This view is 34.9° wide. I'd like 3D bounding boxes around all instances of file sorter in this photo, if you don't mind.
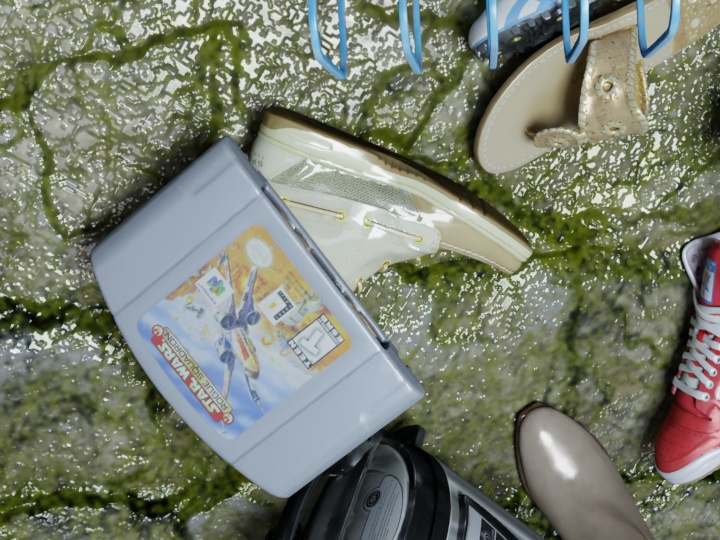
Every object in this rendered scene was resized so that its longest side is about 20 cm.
[{"bbox_3d":[0.071,-0.178,0.632,0.197,0.139,0.125,-3,93,6],"label":"file sorter"}]

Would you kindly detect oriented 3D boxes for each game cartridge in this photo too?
[{"bbox_3d":[-0.070,0.037,0.709,0.133,0.042,0.201,-38,94,8],"label":"game cartridge"}]

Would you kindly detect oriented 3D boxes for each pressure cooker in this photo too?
[{"bbox_3d":[0.023,0.217,0.780,0.199,0.176,0.179,38,100,-21],"label":"pressure cooker"}]

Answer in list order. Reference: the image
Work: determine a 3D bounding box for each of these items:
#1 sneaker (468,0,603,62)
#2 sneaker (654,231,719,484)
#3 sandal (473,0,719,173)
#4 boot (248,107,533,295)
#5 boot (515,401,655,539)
[{"bbox_3d":[0.144,-0.210,0.729,0.199,0.072,0.073,-40,82,8],"label":"sneaker"},{"bbox_3d":[0.259,0.053,0.838,0.112,0.071,0.201,38,89,-26],"label":"sneaker"},{"bbox_3d":[0.173,-0.123,0.746,0.211,0.070,0.078,-37,137,-1],"label":"sandal"},{"bbox_3d":[0.000,0.000,0.756,0.198,0.072,0.156,23,101,-12],"label":"boot"},{"bbox_3d":[0.189,0.203,0.831,0.070,0.146,0.201,-34,113,2],"label":"boot"}]
